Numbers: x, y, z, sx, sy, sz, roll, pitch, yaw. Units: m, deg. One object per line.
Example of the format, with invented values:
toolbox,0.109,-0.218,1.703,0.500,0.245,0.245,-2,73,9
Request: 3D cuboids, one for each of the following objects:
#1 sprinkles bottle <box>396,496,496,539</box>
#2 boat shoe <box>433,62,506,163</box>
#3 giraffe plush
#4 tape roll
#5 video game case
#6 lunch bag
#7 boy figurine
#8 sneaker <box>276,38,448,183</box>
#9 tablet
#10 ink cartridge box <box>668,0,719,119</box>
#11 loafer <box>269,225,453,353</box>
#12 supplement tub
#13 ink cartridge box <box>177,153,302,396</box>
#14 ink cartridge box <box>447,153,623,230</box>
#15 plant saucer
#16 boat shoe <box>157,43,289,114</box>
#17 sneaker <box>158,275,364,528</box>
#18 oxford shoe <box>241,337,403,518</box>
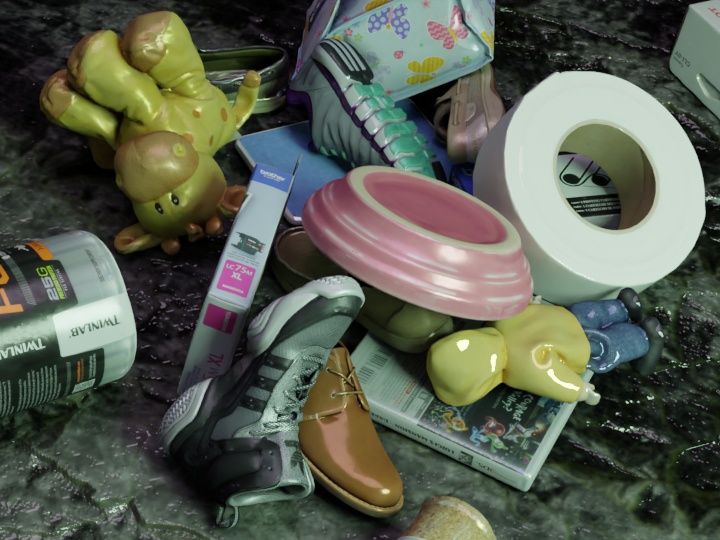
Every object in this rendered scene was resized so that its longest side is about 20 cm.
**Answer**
sprinkles bottle,0.022,0.242,1.125,0.068,0.069,0.200,28,45,19
boat shoe,0.100,-0.152,1.552,0.064,0.073,0.200,-8,26,0
giraffe plush,-0.174,-0.100,1.419,0.199,0.172,0.163,24,43,-35
tape roll,0.201,-0.072,1.426,0.200,0.071,0.205,7,70,-18
video game case,0.095,0.078,1.354,0.180,0.024,0.200,24,43,15
lunch bag,0.025,-0.252,1.597,0.198,0.128,0.170,-21,30,20
boy figurine,0.149,0.068,1.311,0.198,0.065,0.125,-12,43,-22
sneaker,0.004,-0.116,1.510,0.201,0.087,0.074,56,28,14
tablet,-0.006,-0.105,1.540,0.198,0.014,0.130,-16,49,-26
ink cartridge box,0.452,-0.228,1.716,0.198,0.084,0.145,-16,48,-27
loafer,0.000,0.000,1.363,0.199,0.068,0.076,25,43,37
supplement tub,-0.282,0.051,1.230,0.198,0.123,0.123,-18,49,-28
ink cartridge box,-0.098,0.000,1.323,0.042,0.120,0.201,20,42,-2
ink cartridge box,0.188,-0.063,1.510,0.198,0.045,0.094,-6,43,-18
plant saucer,0.052,-0.030,1.306,0.199,0.051,0.201,20,21,-8
boat shoe,-0.163,-0.188,1.556,0.199,0.066,0.072,-5,45,-17
sneaker,-0.054,0.102,1.200,0.114,0.200,0.075,55,16,29
oxford shoe,-0.023,0.102,1.254,0.071,0.071,0.201,-5,50,-46
